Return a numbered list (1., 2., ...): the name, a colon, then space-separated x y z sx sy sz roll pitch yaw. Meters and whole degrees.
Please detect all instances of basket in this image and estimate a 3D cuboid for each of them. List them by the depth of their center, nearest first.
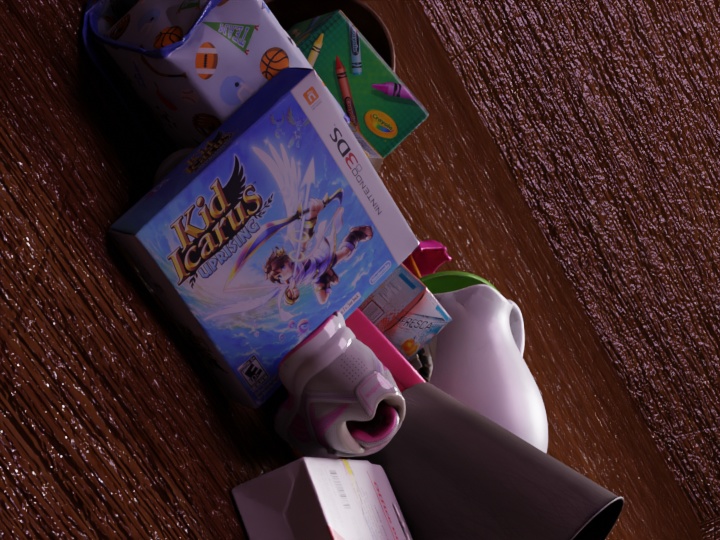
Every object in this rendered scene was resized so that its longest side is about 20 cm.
1. basket: 0.094 0.202 1.387 0.200 0.181 0.136 39 11 23

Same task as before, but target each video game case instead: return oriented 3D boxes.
1. video game case: -0.069 -0.026 1.253 0.045 0.200 0.181 12 -39 53

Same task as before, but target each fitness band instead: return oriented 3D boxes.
1. fitness band: 0.016 0.081 1.504 0.144 0.037 0.200 48 -3 21

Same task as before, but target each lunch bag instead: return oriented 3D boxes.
1. lunch bag: -0.136 -0.159 1.337 0.200 0.124 0.170 24 -26 54

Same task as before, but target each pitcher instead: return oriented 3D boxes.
1. pitcher: 0.132 0.122 1.609 0.171 0.121 0.201 7 74 -58

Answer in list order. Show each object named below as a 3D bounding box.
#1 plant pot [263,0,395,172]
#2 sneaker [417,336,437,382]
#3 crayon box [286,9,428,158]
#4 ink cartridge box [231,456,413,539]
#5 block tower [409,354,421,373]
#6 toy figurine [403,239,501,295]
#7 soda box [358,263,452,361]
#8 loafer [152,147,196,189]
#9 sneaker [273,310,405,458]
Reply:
1. plant pot: -0.040 -0.158 1.666 0.200 0.186 0.187 65 5 -64
2. sneaker: 0.087 0.109 1.726 0.077 0.085 0.200 52 -18 23
3. crayon box: -0.021 -0.163 1.427 0.119 0.058 0.200 48 -6 -13
4. ink cartridge box: -0.018 0.213 1.262 0.117 0.067 0.200 68 15 15
5. block tower: 0.038 0.117 1.645 0.200 0.054 0.058 62 -18 -10
6. toy figurine: 0.080 0.049 1.871 0.184 0.150 0.201 -111 -168 -60
7. soda box: 0.000 0.000 1.571 0.200 0.064 0.068 45 -3 39
8. loafer: -0.115 -0.018 1.317 0.070 0.075 0.200 -115 -178 -59
9. sneaker: -0.013 0.114 1.269 0.088 0.081 0.200 43 -16 18
